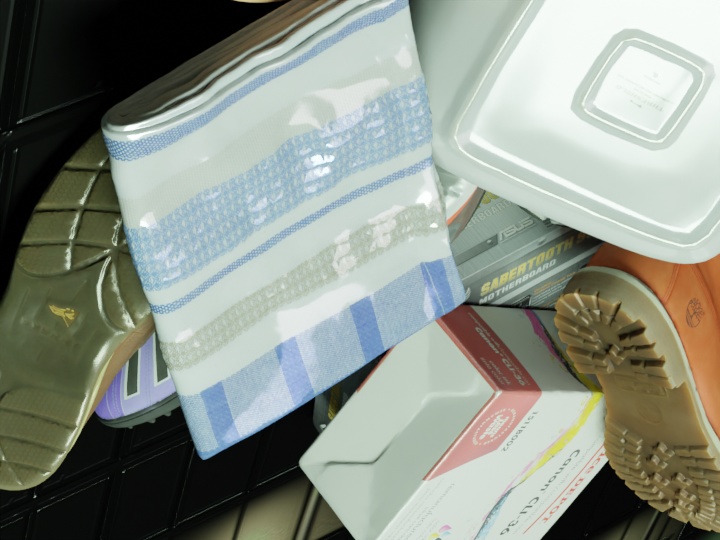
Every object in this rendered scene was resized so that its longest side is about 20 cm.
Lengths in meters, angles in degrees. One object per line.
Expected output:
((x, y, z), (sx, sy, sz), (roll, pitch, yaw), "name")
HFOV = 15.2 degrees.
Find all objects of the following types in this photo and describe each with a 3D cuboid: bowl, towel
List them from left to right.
((-0.026, -0.022, 1.112), (0.147, 0.024, 0.200), (-31, 137, -19), "towel")
((0.117, -0.096, 1.150), (0.200, 0.075, 0.200), (24, 122, -14), "bowl")

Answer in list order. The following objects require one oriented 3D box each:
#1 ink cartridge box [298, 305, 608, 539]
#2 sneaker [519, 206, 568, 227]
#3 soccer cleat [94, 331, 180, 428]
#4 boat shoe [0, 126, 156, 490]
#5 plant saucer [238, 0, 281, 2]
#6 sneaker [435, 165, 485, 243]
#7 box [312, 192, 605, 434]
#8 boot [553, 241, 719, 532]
((0.075, 0.083, 1.406), (0.200, 0.068, 0.116), (4, 130, -54), "ink cartridge box")
((0.166, -0.093, 1.354), (0.200, 0.075, 0.087), (-27, 146, -25), "sneaker")
((-0.067, -0.006, 1.205), (0.073, 0.068, 0.200), (33, 121, -30), "soccer cleat")
((-0.112, 0.000, 1.147), (0.200, 0.072, 0.068), (-56, -176, 16), "boat shoe")
((0.001, -0.187, 1.012), (0.200, 0.037, 0.200), (-32, 154, -18), "plant saucer")
((0.000, 0.000, 1.280), (0.200, 0.077, 0.082), (-44, 161, 12), "sneaker")
((0.072, 0.012, 1.422), (0.200, 0.048, 0.158), (-28, 152, -22), "box")
((0.169, 0.046, 1.365), (0.107, 0.075, 0.200), (-55, 141, -31), "boot")
